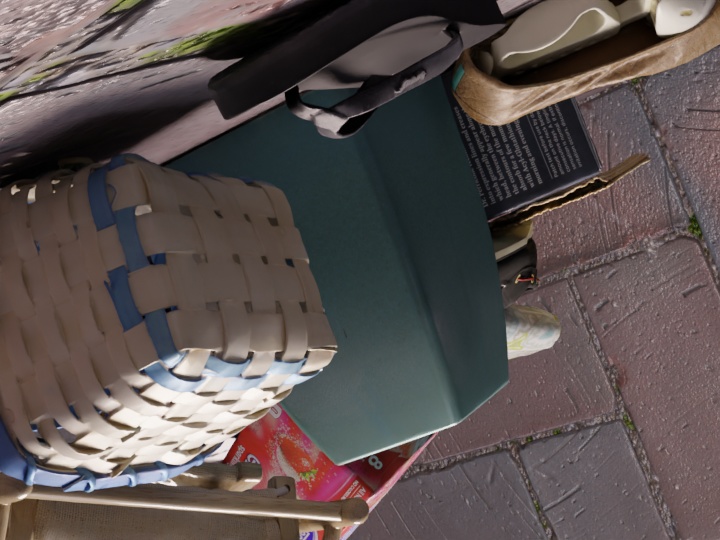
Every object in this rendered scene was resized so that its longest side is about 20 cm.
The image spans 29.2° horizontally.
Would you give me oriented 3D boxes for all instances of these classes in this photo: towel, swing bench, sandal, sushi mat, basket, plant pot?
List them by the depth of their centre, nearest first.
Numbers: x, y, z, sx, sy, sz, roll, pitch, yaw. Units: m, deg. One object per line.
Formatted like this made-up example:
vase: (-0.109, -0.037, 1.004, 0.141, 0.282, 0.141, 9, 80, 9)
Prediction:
sandal: (0.013, -0.086, 0.571, 0.076, 0.043, 0.200, -23, -179, 33)
basket: (-0.124, 0.032, 0.626, 0.199, 0.140, 0.176, -30, 163, 24)
swing bench: (-0.134, 0.159, 0.753, 0.197, 0.131, 0.199, 11, 179, -30)
plant pot: (0.000, 0.000, 0.825, 0.140, 0.202, 0.141, -22, -178, 28)
sushi mat: (0.165, -0.063, 1.068, 0.095, 0.012, 0.200, -23, -178, 22)
towel: (0.036, 0.057, 1.129, 0.170, 0.049, 0.199, 1, 168, -40)

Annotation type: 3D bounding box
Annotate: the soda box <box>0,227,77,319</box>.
soda box: (-0.229, 0.030, 0.727, 0.199, 0.068, 0.064, -24, 180, -14)

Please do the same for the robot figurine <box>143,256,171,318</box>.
robot figurine: (-0.135, 0.016, 0.970, 0.124, 0.151, 0.200, -36, -178, -4)

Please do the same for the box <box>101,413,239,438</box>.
box: (-0.173, 0.091, 0.983, 0.118, 0.042, 0.199, 8, 175, -43)

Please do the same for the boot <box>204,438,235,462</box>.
boot: (-0.109, 0.036, 1.117, 0.189, 0.068, 0.200, -57, -144, 9)

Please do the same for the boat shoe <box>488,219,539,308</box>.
boat shoe: (0.089, 0.003, 0.996, 0.073, 0.064, 0.201, -3, -174, 18)

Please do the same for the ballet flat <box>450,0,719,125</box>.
ballet flat: (0.144, -0.146, 0.801, 0.198, 0.068, 0.072, -20, 162, 6)

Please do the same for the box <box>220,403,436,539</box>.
box: (-0.032, 0.136, 0.962, 0.095, 0.100, 0.200, -41, 170, -39)

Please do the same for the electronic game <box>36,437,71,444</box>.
electronic game: (-0.180, 0.140, 0.923, 0.198, 0.042, 0.200, 9, 163, 3)

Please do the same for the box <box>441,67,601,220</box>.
box: (0.062, -0.082, 1.007, 0.198, 0.108, 0.148, -22, -178, 8)
